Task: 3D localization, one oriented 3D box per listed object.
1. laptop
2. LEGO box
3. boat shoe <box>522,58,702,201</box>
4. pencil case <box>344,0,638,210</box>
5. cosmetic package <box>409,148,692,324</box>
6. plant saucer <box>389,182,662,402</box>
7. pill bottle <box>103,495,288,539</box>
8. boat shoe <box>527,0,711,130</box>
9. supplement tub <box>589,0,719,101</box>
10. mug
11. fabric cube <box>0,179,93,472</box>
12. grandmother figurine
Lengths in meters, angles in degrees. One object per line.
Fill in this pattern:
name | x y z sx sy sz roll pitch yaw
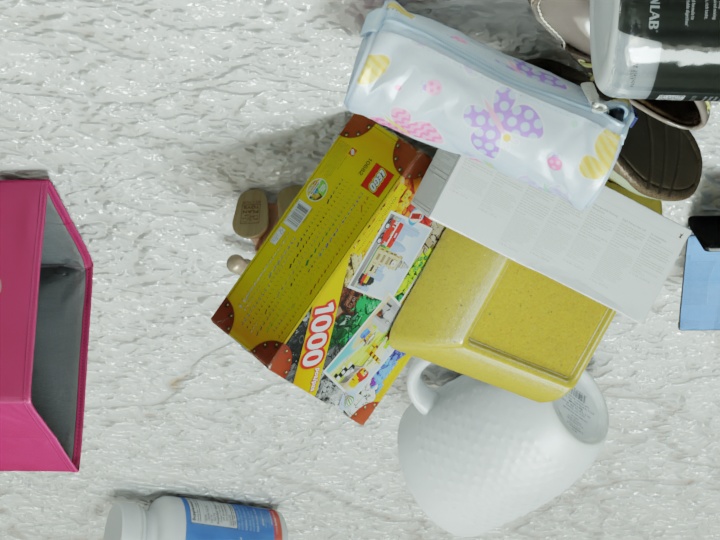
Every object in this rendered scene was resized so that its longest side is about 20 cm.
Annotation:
laptop | 0.365 0.015 1.909 0.186 0.117 0.200 -1 -169 2
LEGO box | 0.000 0.000 1.791 0.077 0.201 0.149 36 -179 37
boat shoe | 0.169 -0.106 1.721 0.199 0.072 0.076 27 161 -34
pencil case | 0.088 -0.114 1.590 0.199 0.084 0.091 22 162 2
cosmetic package | 0.143 -0.040 1.726 0.199 0.083 0.051 26 -173 -22
plant saucer | 0.144 0.007 1.820 0.199 0.201 0.048 21 -168 -42
pill bottle | -0.192 0.320 2.666 0.199 0.113 0.112 9 156 -20
boat shoe | 0.181 -0.156 1.591 0.072 0.060 0.200 -16 152 36
supplement tub | 0.252 -0.168 1.479 0.198 0.123 0.123 2 157 -4
mug | 0.130 0.142 2.223 0.175 0.148 0.200 -30 113 37
fabric cube | -0.341 0.048 1.916 0.198 0.198 0.200 0 158 5
grandmother figurine | -0.054 -0.005 1.962 0.120 0.061 0.200 3 156 18
